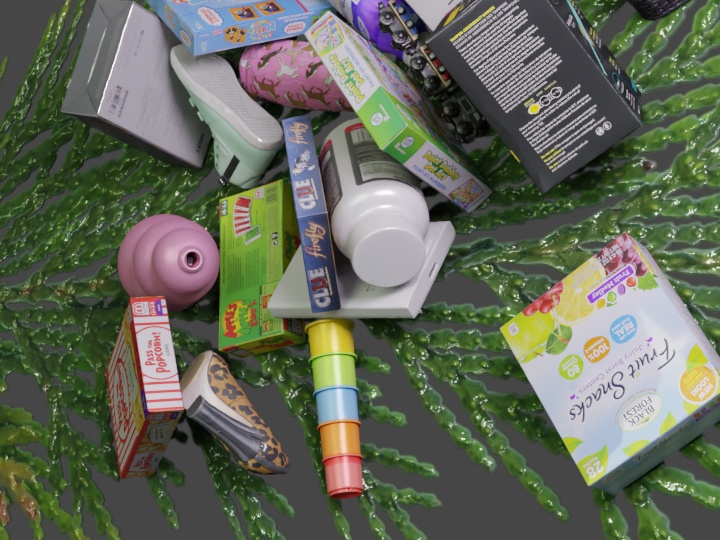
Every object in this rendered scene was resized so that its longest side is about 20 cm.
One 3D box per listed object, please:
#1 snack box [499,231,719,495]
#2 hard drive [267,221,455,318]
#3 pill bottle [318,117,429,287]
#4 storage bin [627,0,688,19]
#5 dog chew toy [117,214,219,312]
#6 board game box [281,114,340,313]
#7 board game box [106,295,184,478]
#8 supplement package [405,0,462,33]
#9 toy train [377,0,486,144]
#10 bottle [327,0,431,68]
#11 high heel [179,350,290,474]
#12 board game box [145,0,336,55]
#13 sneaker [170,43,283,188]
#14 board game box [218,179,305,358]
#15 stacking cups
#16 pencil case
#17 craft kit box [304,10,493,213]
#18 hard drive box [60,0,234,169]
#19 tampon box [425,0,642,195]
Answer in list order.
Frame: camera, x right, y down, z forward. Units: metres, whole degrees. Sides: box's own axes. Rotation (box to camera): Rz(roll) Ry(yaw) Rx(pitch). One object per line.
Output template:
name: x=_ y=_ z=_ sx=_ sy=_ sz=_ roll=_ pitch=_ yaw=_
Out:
snack box: x=0.258 y=0.092 z=1.373 sx=0.169 sy=0.068 sz=0.200 roll=-40 pitch=56 yaw=18
hard drive: x=0.000 y=0.000 z=1.591 sx=0.199 sy=0.027 sz=0.132 roll=-1 pitch=47 yaw=36
pill bottle: x=0.017 y=-0.075 z=1.546 sx=0.111 sy=0.111 sz=0.200 roll=-38 pitch=35 yaw=20
storage bin: x=0.314 y=-0.392 z=1.486 sx=0.135 sy=0.094 sz=0.201 roll=-30 pitch=59 yaw=24
dog chew toy: x=-0.229 y=-0.011 z=1.700 sx=0.200 sy=0.124 sz=0.125 roll=-5 pitch=67 yaw=70
board game box: x=-0.057 y=-0.067 z=1.572 sx=0.034 sy=0.136 sz=0.200 roll=-9 pitch=38 yaw=-2
board game box: x=-0.266 y=0.146 z=1.689 sx=0.200 sy=0.046 sz=0.152 roll=120 pitch=142 yaw=-54
supplement package: x=0.118 y=-0.326 z=1.594 sx=0.110 sy=0.114 sz=0.200 roll=-45 pitch=53 yaw=13
toy train: x=0.083 y=-0.236 z=1.600 sx=0.046 sy=0.034 sz=0.200 roll=-32 pitch=79 yaw=-9
bottle: x=0.015 y=-0.323 z=1.687 sx=0.065 sy=0.084 sz=0.200 roll=-40 pitch=65 yaw=-6
high heel: x=-0.150 y=0.174 z=1.666 sx=0.071 sy=0.142 sz=0.200 roll=-48 pitch=18 yaw=9
board game box: x=-0.153 y=-0.340 z=1.756 sx=0.151 sy=0.199 sz=0.037 roll=49 pitch=144 yaw=41
sneaker: x=-0.188 y=-0.192 z=1.764 sx=0.201 sy=0.074 sz=0.118 roll=49 pitch=138 yaw=19
board game box: x=-0.122 y=-0.001 z=1.700 sx=0.101 sy=0.048 sz=0.201 roll=-16 pitch=65 yaw=32
stacking cups: x=-0.022 y=0.158 z=1.572 sx=0.060 sy=0.060 sz=0.201 roll=-20 pitch=68 yaw=30
pencil case: x=-0.063 y=-0.247 z=1.722 sx=0.199 sy=0.086 sz=0.083 roll=10 pitch=123 yaw=39
craft kit box: x=0.044 y=-0.176 z=1.543 sx=0.048 sy=0.197 sz=0.200 roll=-43 pitch=55 yaw=17
hard drive box: x=-0.274 y=-0.240 z=1.799 sx=0.077 sy=0.200 sz=0.157 roll=11 pitch=80 yaw=39
tampon box: x=0.182 y=-0.209 z=1.425 sx=0.126 sy=0.150 sz=0.200 roll=-35 pitch=100 yaw=21
